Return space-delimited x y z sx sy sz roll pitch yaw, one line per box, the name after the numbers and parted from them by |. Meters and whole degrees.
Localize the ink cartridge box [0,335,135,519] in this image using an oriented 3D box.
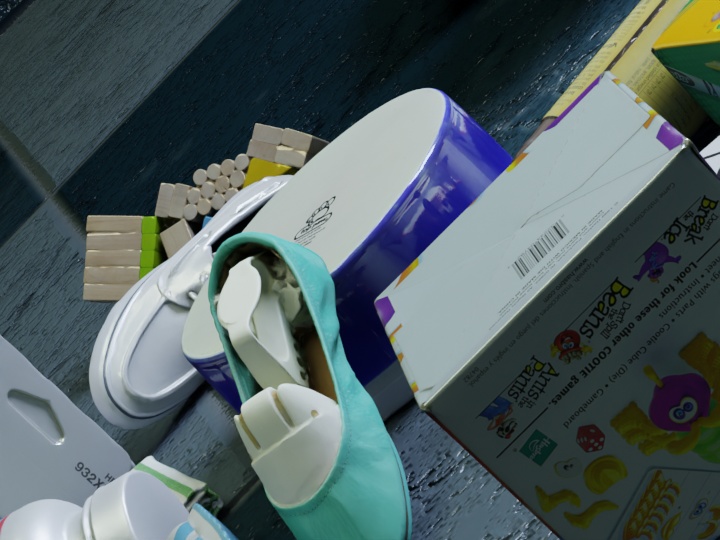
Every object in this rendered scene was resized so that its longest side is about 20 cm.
-0.243 0.103 1.619 0.084 0.145 0.200 -51 18 -18 | ink cartridge box

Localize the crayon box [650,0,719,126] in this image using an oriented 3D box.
0.228 -0.127 1.181 0.119 0.058 0.200 -49 17 -13 | crayon box

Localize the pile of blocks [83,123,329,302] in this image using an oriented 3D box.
-0.094 -0.029 1.750 0.199 0.082 0.062 -28 -21 24 | pile of blocks

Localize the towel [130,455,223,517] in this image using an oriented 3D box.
-0.162 0.188 1.442 0.200 0.023 0.152 -50 17 -10 | towel

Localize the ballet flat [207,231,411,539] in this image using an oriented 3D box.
-0.034 0.059 1.220 0.067 0.070 0.201 -41 44 23 | ballet flat

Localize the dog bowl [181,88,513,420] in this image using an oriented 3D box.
0.000 0.000 1.395 0.200 0.079 0.200 -40 18 16 | dog bowl

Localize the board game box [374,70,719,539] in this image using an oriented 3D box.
0.114 0.054 0.781 0.105 0.200 0.103 -44 16 6 | board game box

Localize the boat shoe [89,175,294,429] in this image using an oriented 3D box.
-0.091 0.011 1.596 0.200 0.074 0.065 -56 15 -28 | boat shoe

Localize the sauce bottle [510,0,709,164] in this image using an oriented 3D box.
0.116 -0.060 1.281 0.200 0.065 0.065 -49 17 -13 | sauce bottle

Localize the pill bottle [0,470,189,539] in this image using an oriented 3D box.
-0.173 0.183 1.309 0.199 0.109 0.109 -31 20 14 | pill bottle

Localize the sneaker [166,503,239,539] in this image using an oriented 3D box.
-0.065 0.166 1.170 0.081 0.076 0.200 -47 15 1 | sneaker

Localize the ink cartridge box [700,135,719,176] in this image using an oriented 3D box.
0.167 -0.003 1.062 0.094 0.044 0.200 -42 17 19 | ink cartridge box
